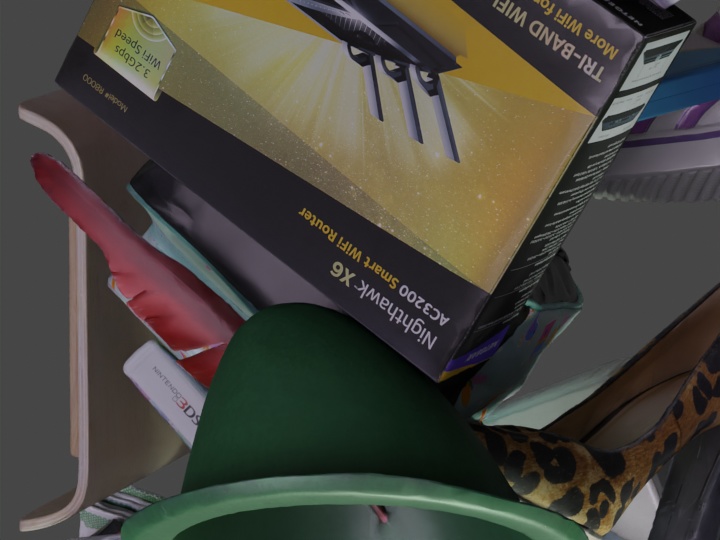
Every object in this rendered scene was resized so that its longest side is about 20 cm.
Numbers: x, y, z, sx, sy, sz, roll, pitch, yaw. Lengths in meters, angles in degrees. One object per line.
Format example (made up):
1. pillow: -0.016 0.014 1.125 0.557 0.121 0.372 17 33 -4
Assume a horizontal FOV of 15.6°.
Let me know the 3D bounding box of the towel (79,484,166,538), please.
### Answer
1. towel: -0.084 0.212 1.307 0.149 0.031 0.200 22 123 23

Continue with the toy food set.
1. toy food set: -0.117 0.009 1.235 0.060 0.144 0.200 7 105 25

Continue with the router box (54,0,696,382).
1. router box: 0.000 -0.081 0.977 0.200 0.052 0.157 37 116 17

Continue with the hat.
1. hat: -0.012 0.025 1.000 0.166 0.200 0.176 141 135 -57

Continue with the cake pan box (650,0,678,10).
1. cake pan box: 0.141 -0.219 0.927 0.184 0.052 0.200 -32 52 20

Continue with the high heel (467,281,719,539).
1. high heel: 0.103 0.044 1.099 0.071 0.200 0.143 12 83 44

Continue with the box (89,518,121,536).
1. box: -0.107 0.234 1.294 0.137 0.040 0.200 -36 94 38

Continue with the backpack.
1. backpack: 0.000 0.000 1.135 0.176 0.200 0.153 40 107 13

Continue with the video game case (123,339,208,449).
1. video game case: -0.013 0.124 1.169 0.024 0.200 0.182 -43 66 -1

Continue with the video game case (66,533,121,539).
1. video game case: -0.046 0.201 1.160 0.200 0.023 0.182 59 150 -10

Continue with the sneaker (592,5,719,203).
1. sneaker: 0.165 -0.093 1.123 0.200 0.073 0.114 -11 77 34

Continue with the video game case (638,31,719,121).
1. video game case: 0.041 -0.103 1.095 0.200 0.143 0.018 31 125 41

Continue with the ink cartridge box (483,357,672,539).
1. ink cartridge box: 0.085 0.162 1.224 0.176 0.045 0.200 -22 91 28
